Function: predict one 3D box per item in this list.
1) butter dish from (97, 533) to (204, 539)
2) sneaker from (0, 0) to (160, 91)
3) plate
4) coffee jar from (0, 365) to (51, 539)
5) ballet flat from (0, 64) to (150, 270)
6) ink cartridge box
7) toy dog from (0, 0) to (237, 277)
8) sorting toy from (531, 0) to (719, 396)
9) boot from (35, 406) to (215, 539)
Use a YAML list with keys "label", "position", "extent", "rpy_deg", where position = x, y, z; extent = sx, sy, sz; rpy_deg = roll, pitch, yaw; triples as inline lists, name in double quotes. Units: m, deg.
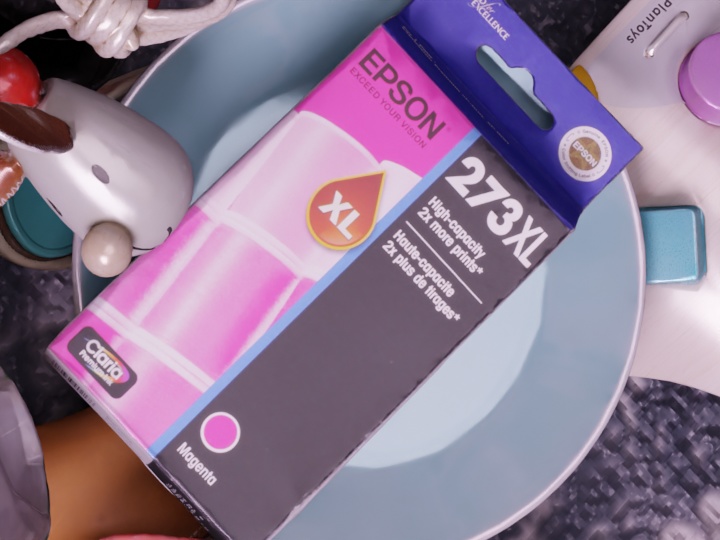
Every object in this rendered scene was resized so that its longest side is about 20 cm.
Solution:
- label: "butter dish"
  position: [-0.021, 0.209, 0.723]
  extent: [0.199, 0.148, 0.201]
  rpy_deg: [16, 101, -28]
- label: "sneaker"
  position: [-0.138, -0.127, 0.696]
  extent: [0.071, 0.098, 0.200]
  rpy_deg: [-35, 120, 19]
- label: "plate"
  position: [0.000, 0.000, 0.756]
  extent: [0.198, 0.026, 0.202]
  rpy_deg: [1, 85, -12]
- label: "coffee jar"
  position: [-0.199, 0.085, 0.670]
  extent: [0.104, 0.199, 0.086]
  rpy_deg: [-33, 102, -62]
- label: "ballet flat"
  position: [-0.055, -0.056, 0.797]
  extent: [0.199, 0.069, 0.070]
  rpy_deg: [-21, 94, -23]
- label: "ink cartridge box"
  position: [-0.001, -0.008, 0.727]
  extent: [0.095, 0.037, 0.200]
  rpy_deg: [46, 77, -2]
- label: "toy dog"
  position: [-0.138, -0.045, 0.631]
  extent: [0.198, 0.132, 0.097]
  rpy_deg: [15, 53, -13]
- label: "sorting toy"
  position: [0.164, -0.027, 0.817]
  extent: [0.180, 0.107, 0.200]
  rpy_deg: [39, 75, 14]
- label: "boot"
  position: [-0.078, 0.060, 0.770]
  extent: [0.200, 0.077, 0.156]
  rpy_deg: [43, 80, -17]
